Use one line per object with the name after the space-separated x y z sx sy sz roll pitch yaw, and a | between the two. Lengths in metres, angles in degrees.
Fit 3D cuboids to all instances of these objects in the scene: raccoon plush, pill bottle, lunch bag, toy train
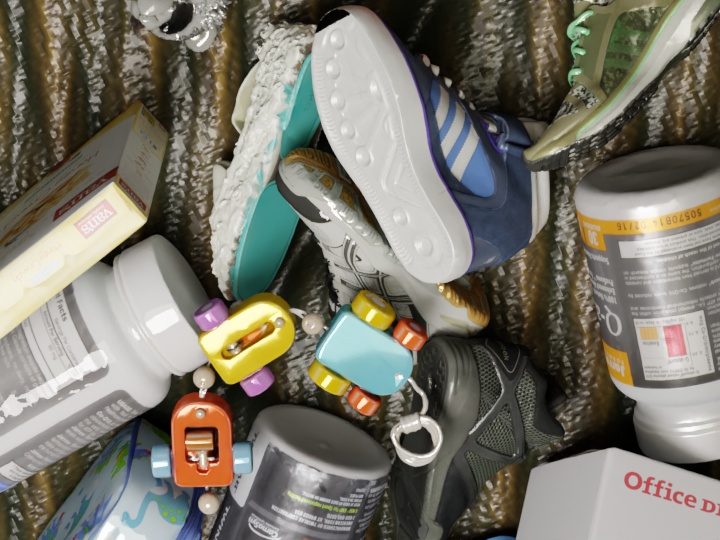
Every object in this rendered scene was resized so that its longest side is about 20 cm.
-0.075 -0.227 1.497 0.199 0.134 0.097 -28 69 -18 | raccoon plush
0.220 0.023 1.551 0.116 0.116 0.201 -12 107 4 | pill bottle
-0.187 0.216 1.588 0.082 0.161 0.200 34 104 -10 | lunch bag
-0.047 0.081 1.524 0.199 0.056 0.151 -6 109 2 | toy train
-0.059 0.206 1.614 0.106 0.106 0.201 20 107 -7 | pill bottle
-0.203 0.064 1.564 0.199 0.114 0.114 -29 106 9 | pill bottle

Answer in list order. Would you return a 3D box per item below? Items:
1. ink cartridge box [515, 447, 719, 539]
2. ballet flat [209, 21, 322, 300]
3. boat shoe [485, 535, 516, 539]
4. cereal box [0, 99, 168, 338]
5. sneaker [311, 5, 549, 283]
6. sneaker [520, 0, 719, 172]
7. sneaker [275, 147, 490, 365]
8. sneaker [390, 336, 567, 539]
0.188 0.242 1.556 0.146 0.146 0.201 18 75 -14 | ink cartridge box
-0.066 -0.080 1.550 0.071 0.072 0.201 18 104 -6 | ballet flat
0.047 0.253 1.604 0.199 0.069 0.084 -26 147 -17 | boat shoe
-0.197 -0.033 1.487 0.144 0.200 0.040 -38 105 11 | cereal box
0.059 -0.099 1.522 0.080 0.146 0.201 -22 94 45 | sneaker
0.166 -0.151 1.513 0.089 0.077 0.200 41 81 9 | sneaker
0.000 0.000 1.547 0.088 0.076 0.200 -36 120 21 | sneaker
0.086 0.132 1.604 0.114 0.076 0.200 -1 124 -21 | sneaker
